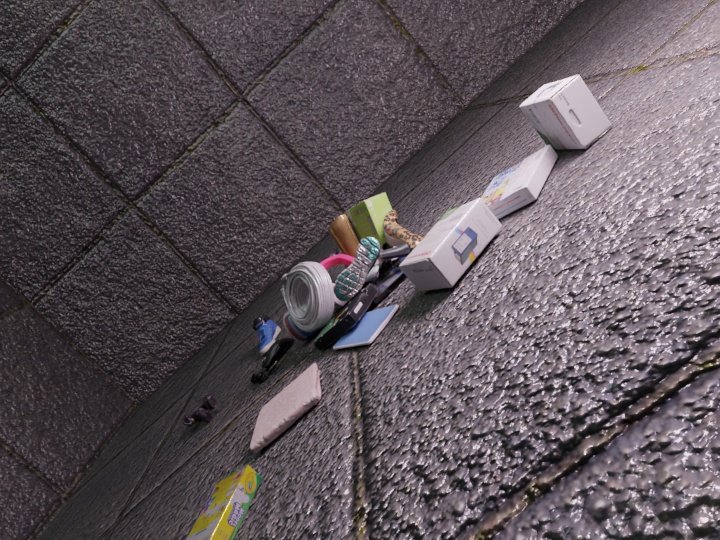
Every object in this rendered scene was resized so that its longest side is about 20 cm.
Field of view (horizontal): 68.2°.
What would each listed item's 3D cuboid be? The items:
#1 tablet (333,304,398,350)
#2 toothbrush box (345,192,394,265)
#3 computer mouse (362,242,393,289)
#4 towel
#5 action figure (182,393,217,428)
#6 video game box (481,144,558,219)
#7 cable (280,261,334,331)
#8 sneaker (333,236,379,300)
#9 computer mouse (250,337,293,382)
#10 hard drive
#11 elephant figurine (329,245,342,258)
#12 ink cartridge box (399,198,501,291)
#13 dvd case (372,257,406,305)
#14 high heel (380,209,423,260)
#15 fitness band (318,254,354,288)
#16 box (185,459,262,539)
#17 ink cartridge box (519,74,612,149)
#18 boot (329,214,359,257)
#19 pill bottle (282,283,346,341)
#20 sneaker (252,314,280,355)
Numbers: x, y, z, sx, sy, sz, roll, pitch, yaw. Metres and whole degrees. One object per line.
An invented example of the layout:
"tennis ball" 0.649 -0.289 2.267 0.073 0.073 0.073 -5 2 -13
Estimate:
"tablet" 0.011 0.146 1.340 0.130 0.014 0.199 -49 14 -28
"toothbrush box" 0.051 -0.121 1.658 0.085 0.202 0.145 -23 1 -27
"computer mouse" 0.026 0.004 1.569 0.200 0.044 0.110 -44 28 35
"towel" -0.174 0.325 1.275 0.200 0.032 0.191 -42 11 5
"action figure" -0.566 0.497 1.889 0.200 0.069 0.131 -33 20 51
"video game box" 0.372 -0.202 1.295 0.182 0.047 0.200 -26 20 49
"cable" -0.149 0.076 1.539 0.069 0.202 0.200 -4 -21 -37
"sneaker" 0.000 0.000 1.497 0.201 0.077 0.091 -55 -12 9
"computer mouse" -0.293 0.288 1.766 0.200 0.046 0.140 -48 11 -22
"hard drive" -0.042 0.130 1.459 0.200 0.038 0.140 -41 9 43
"elephant figurine" -0.018 -0.046 1.879 0.201 0.140 0.156 -101 28 -58
"ink cartridge box" 0.200 -0.054 1.203 0.200 0.088 0.145 -46 11 -22
"dvd case" 0.097 0.015 1.507 0.200 0.018 0.143 -43 12 -4
"high heel" 0.134 -0.111 1.504 0.141 0.072 0.201 -10 46 20
"fitness band" -0.081 0.008 1.615 0.143 0.038 0.199 -42 27 -16
"box" -0.268 0.470 1.040 0.117 0.048 0.201 -37 15 27
"ink cartridge box" 0.484 -0.370 1.270 0.087 0.146 0.200 -39 11 7
"boot" -0.042 -0.052 1.716 0.066 0.201 0.175 -18 -20 -44
"pill bottle" -0.140 0.128 1.666 0.199 0.112 0.112 -37 13 26
"sneaker" -0.379 0.241 2.060 0.077 0.111 0.200 -38 13 19
